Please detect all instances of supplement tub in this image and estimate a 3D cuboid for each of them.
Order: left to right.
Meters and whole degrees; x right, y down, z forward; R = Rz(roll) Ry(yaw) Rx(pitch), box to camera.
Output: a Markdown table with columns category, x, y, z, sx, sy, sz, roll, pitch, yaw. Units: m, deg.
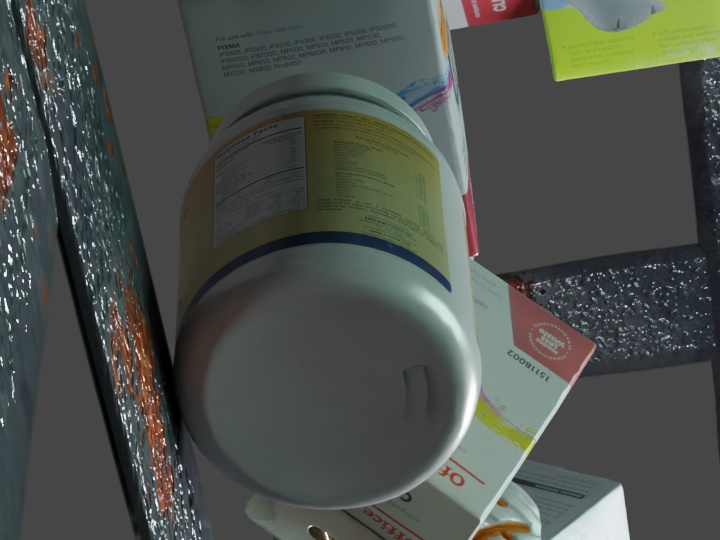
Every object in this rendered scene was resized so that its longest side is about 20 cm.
| category | x | y | z | sx | sy | sz | roll | pitch | yaw |
| --- | --- | --- | --- | --- | --- | --- | --- | --- | --- |
| supplement tub | -0.017 | 0.004 | 1.389 | 0.200 | 0.144 | 0.145 | -93 | 173 | -57 |

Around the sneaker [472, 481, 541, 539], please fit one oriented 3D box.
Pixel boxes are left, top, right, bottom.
| category | x | y | z | sx | sy | sz | roll | pitch | yaw |
| --- | --- | --- | --- | --- | --- | --- | --- | --- | --- |
| sneaker | 0.031 | 0.205 | 1.697 | 0.078 | 0.200 | 0.077 | 42 | -15 | -7 |

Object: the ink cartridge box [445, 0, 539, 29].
| category | x | y | z | sx | sy | sz | roll | pitch | yaw |
| --- | --- | --- | --- | --- | --- | --- | --- | --- | --- |
| ink cartridge box | 0.001 | -0.222 | 1.777 | 0.084 | 0.199 | 0.145 | 63 | 19 | -68 |

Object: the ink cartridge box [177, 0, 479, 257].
| category | x | y | z | sx | sy | sz | roll | pitch | yaw |
| --- | --- | --- | --- | --- | --- | --- | --- | --- | --- |
| ink cartridge box | -0.018 | -0.117 | 1.655 | 0.145 | 0.144 | 0.200 | -92 | 172 | -56 |

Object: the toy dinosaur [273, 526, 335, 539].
| category | x | y | z | sx | sy | sz | roll | pitch | yaw |
| --- | --- | --- | --- | --- | --- | --- | --- | --- | --- |
| toy dinosaur | 0.023 | 0.123 | 1.645 | 0.086 | 0.135 | 0.200 | 119 | -29 | -48 |

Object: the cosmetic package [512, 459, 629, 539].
| category | x | y | z | sx | sy | sz | roll | pitch | yaw |
| --- | --- | --- | --- | --- | --- | --- | --- | --- | --- |
| cosmetic package | 0.100 | 0.272 | 2.066 | 0.200 | 0.123 | 0.200 | -32 | 122 | -40 |

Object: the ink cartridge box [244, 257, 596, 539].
| category | x | y | z | sx | sy | sz | roll | pitch | yaw |
| --- | --- | --- | --- | --- | --- | --- | --- | --- | --- |
| ink cartridge box | 0.033 | 0.086 | 1.573 | 0.200 | 0.116 | 0.068 | -54 | 176 | -43 |

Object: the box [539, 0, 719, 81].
| category | x | y | z | sx | sy | sz | roll | pitch | yaw |
| --- | --- | --- | --- | --- | --- | --- | --- | --- | --- |
| box | 0.161 | -0.212 | 1.729 | 0.048 | 0.122 | 0.200 | -89 | 168 | -48 |
